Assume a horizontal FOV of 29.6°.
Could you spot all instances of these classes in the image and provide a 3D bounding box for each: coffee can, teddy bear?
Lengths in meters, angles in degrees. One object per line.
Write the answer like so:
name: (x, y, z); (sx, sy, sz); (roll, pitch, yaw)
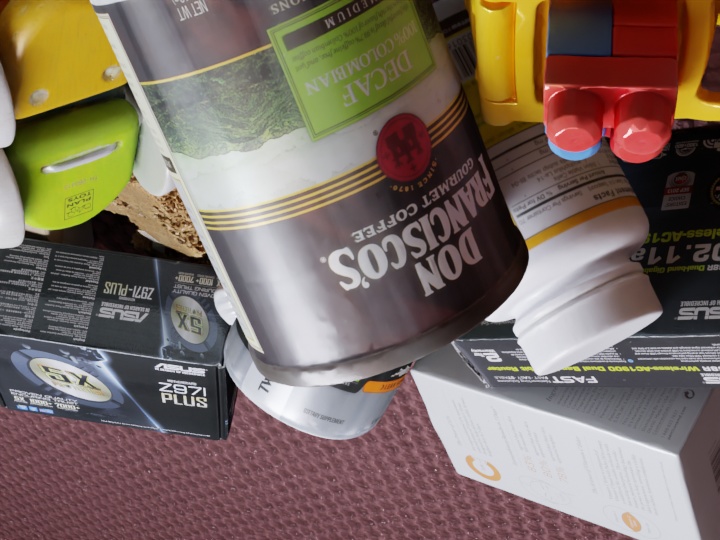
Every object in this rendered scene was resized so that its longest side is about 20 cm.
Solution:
coffee can: (-0.022, -0.069, 0.635); (0.145, 0.146, 0.201); (-6, 117, 38)
teddy bear: (-0.143, -0.054, 1.054); (0.144, 0.067, 0.200); (14, 158, 29)

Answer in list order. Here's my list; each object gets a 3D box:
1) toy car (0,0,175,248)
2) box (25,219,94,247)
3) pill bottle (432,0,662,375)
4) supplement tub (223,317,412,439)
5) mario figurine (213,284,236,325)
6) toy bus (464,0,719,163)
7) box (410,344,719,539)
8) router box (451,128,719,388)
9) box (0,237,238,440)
toy car: (-0.203, -0.124, 0.877); (0.150, 0.174, 0.201); (48, 147, 32)
box: (-0.277, -0.053, 1.108); (0.094, 0.078, 0.200); (17, 151, 3)
pill bottle: (0.087, -0.048, 0.757); (0.109, 0.201, 0.109); (-24, 168, -6)
supplement tub: (0.000, 0.000, 0.902); (0.122, 0.123, 0.201); (24, 113, -8)
mario figurine: (-0.032, 0.014, 1.033); (0.105, 0.124, 0.200); (19, 158, 28)
toy bus: (0.137, -0.125, 0.597); (0.198, 0.193, 0.136); (0, 145, 6)
box: (0.152, 0.095, 0.917); (0.199, 0.098, 0.125); (15, 146, 35)
router box: (0.167, -0.006, 0.837); (0.199, 0.151, 0.062); (-4, 144, 36)
box: (-0.197, 0.058, 1.102); (0.198, 0.087, 0.164); (9, 152, -1)
